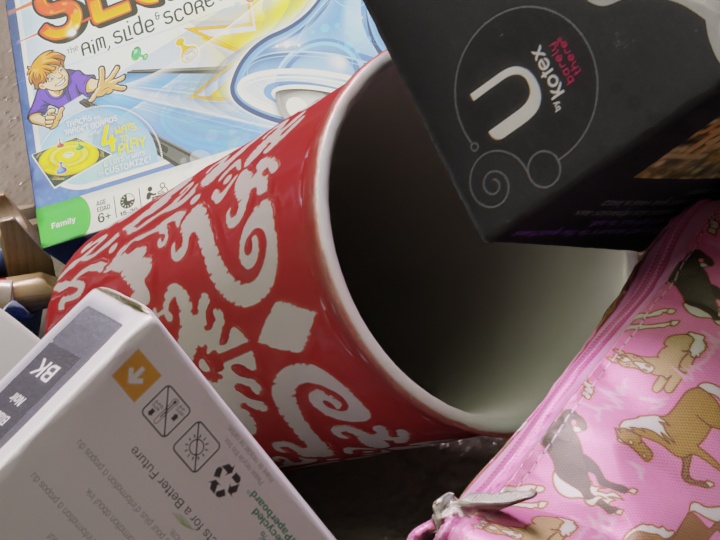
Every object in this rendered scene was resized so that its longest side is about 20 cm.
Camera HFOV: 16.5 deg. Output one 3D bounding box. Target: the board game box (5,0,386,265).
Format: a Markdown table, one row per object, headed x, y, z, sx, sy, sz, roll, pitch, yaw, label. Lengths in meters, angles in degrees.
| x | y | z | sx | sy | sz | roll | pitch | yaw | label |
| --- | --- | --- | --- | --- | --- | --- | --- | --- | --- |
| -0.041 | -0.092 | 0.989 | 0.200 | 0.034 | 0.136 | -17 | 69 | 15 | board game box |

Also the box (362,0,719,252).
| x | y | z | sx | sy | sz | roll | pitch | yaw | label |
| --- | --- | --- | --- | --- | --- | --- | --- | --- | --- |
| 0.111 | -0.106 | 0.742 | 0.200 | 0.106 | 0.122 | -34 | 72 | 28 | box |

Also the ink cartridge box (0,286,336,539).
| x | y | z | sx | sy | sz | roll | pitch | yaw | label |
| --- | --- | --- | --- | --- | --- | --- | --- | --- | --- |
| -0.084 | 0.144 | 0.749 | 0.200 | 0.198 | 0.043 | -46 | 30 | -17 | ink cartridge box |

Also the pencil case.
| x | y | z | sx | sy | sz | roll | pitch | yaw | label |
| --- | --- | --- | --- | --- | --- | --- | --- | --- | --- |
| 0.085 | 0.058 | 0.726 | 0.083 | 0.087 | 0.200 | 23 | 44 | 22 | pencil case |

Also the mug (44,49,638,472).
| x | y | z | sx | sy | sz | roll | pitch | yaw | label |
| --- | --- | --- | --- | --- | --- | --- | --- | --- | --- |
| 0.000 | 0.011 | 0.891 | 0.200 | 0.177 | 0.134 | -22 | 73 | 50 | mug |

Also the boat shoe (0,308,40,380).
| x | y | z | sx | sy | sz | roll | pitch | yaw | label |
| --- | --- | --- | --- | --- | --- | --- | --- | --- | --- |
| -0.094 | 0.080 | 0.873 | 0.071 | 0.200 | 0.064 | -48 | 0 | -21 | boat shoe |

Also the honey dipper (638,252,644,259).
| x | y | z | sx | sy | sz | roll | pitch | yaw | label |
| --- | --- | --- | --- | --- | --- | --- | --- | --- | --- |
| 0.153 | -0.043 | 0.870 | 0.200 | 0.038 | 0.038 | -31 | 32 | 31 | honey dipper |

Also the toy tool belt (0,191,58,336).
| x | y | z | sx | sy | sz | roll | pitch | yaw | label |
| --- | --- | --- | --- | --- | --- | --- | --- | --- | --- |
| -0.166 | 0.025 | 1.047 | 0.123 | 0.125 | 0.200 | -5 | 37 | -13 | toy tool belt |
